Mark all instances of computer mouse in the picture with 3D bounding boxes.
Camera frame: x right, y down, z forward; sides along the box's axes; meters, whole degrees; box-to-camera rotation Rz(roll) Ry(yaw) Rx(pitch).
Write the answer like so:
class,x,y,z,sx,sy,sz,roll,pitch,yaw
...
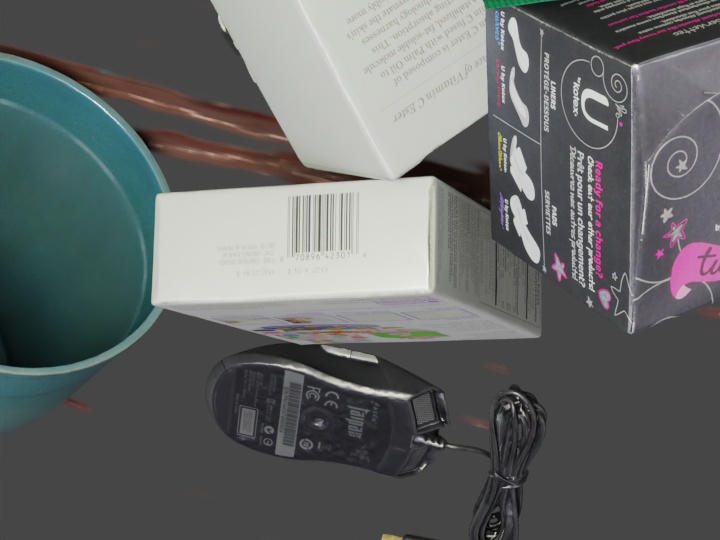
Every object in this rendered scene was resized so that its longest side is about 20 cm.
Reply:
class,x,y,z,sx,sy,sz,roll,pitch,yaw
computer mouse,0.009,0.105,1.098,0.200,0.046,0.141,8,125,8

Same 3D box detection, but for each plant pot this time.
class,x,y,z,sx,sy,sz,roll,pitch,yaw
plant pot,-0.229,0.010,1.043,0.200,0.200,0.188,38,138,-5

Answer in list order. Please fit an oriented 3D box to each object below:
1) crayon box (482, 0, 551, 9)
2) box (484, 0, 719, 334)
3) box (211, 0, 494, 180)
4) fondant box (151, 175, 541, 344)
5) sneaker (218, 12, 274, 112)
class,x,y,z,sx,sy,sz,roll,pitch,yaw
crayon box,0.116,-0.210,0.788,0.058,0.200,0.119,5,125,59
box,0.170,-0.073,0.834,0.200,0.115,0.132,-18,121,-23
box,0.006,-0.166,0.861,0.200,0.152,0.106,62,161,-19
fondant box,0.000,0.000,0.949,0.144,0.200,0.058,-2,80,20
sneaker,-0.048,-0.138,0.950,0.074,0.089,0.200,-9,117,21
